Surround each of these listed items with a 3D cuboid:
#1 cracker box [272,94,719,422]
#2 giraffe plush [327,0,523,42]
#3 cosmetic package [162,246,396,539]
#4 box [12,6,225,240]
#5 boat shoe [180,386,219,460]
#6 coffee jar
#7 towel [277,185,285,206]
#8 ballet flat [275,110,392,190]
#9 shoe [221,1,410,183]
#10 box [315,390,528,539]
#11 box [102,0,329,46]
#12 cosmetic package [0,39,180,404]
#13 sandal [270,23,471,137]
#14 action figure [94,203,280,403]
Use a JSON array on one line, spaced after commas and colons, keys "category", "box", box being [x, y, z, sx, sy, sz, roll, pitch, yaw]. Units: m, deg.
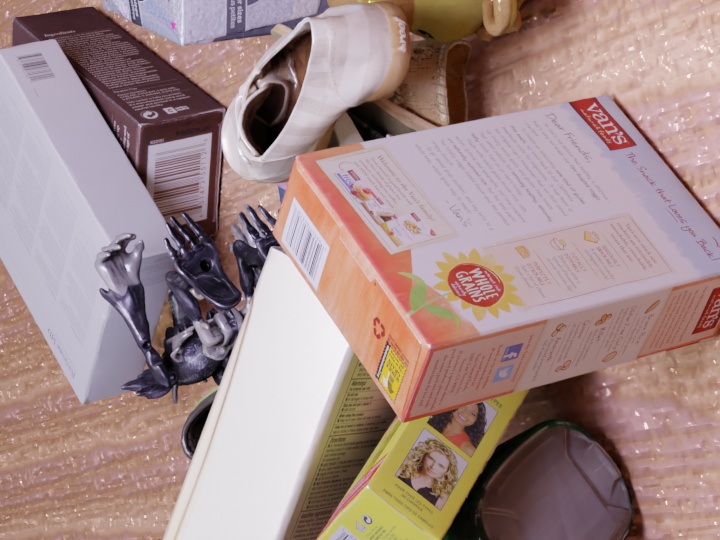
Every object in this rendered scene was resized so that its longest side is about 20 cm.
[{"category": "cracker box", "box": [0.075, -0.010, 1.181, 0.134, 0.199, 0.058, 55, 143, 33]}, {"category": "giraffe plush", "box": [0.025, -0.195, 1.281, 0.198, 0.172, 0.163, -15, 100, 24]}, {"category": "cosmetic package", "box": [-0.032, 0.092, 1.319, 0.073, 0.103, 0.202, 25, 101, 26]}, {"category": "box", "box": [-0.175, -0.102, 1.679, 0.200, 0.074, 0.101, 38, 132, 44]}, {"category": "boat shoe", "box": [-0.035, 0.088, 1.427, 0.201, 0.060, 0.072, -22, 82, 52]}, {"category": "coffee jar", "box": [0.061, 0.157, 1.347, 0.086, 0.104, 0.200, 51, 146, -3]}, {"category": "towel", "box": [0.000, 0.000, 1.452, 0.111, 0.048, 0.202, 3, 102, 57]}, {"category": "ballet flat", "box": [0.001, -0.055, 1.329, 0.200, 0.069, 0.072, 38, 153, 42]}, {"category": "shoe", "box": [-0.039, -0.096, 1.277, 0.200, 0.053, 0.071, -34, 66, 60]}, {"category": "box", "box": [0.046, 0.084, 1.265, 0.050, 0.200, 0.075, 37, 135, -2]}, {"category": "box", "box": [-0.078, -0.247, 1.414, 0.115, 0.131, 0.202, 28, 123, 53]}, {"category": "cosmetic package", "box": [-0.200, -0.034, 1.627, 0.201, 0.051, 0.151, 57, 143, 29]}, {"category": "sandal", "box": [0.047, -0.095, 1.342, 0.211, 0.070, 0.078, 40, 174, 25]}, {"category": "action figure", "box": [-0.094, 0.013, 1.460, 0.103, 0.118, 0.200, 68, 158, 14]}]
